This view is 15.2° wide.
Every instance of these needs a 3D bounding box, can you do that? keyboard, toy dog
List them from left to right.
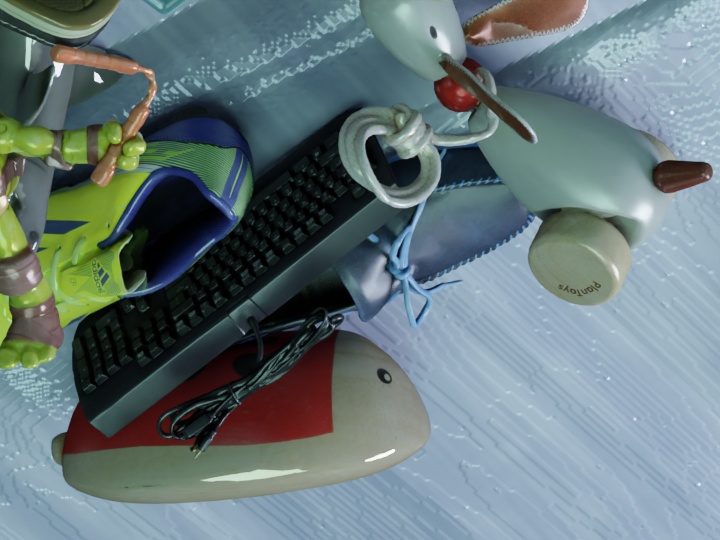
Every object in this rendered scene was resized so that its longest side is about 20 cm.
[{"bbox_3d":[-0.060,0.014,1.326,0.200,0.127,0.021,-39,135,13],"label":"keyboard"},{"bbox_3d":[0.093,-0.074,1.292,0.199,0.133,0.096,28,144,-31],"label":"toy dog"}]

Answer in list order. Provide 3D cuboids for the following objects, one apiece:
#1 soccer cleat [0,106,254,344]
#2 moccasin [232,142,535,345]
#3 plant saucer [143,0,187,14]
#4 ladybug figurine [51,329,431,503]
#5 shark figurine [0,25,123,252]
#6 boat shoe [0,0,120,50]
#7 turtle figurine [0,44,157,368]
[{"bbox_3d":[-0.136,-0.006,1.350,0.200,0.084,0.065,-34,121,22],"label":"soccer cleat"},{"bbox_3d":[0.000,0.000,1.367,0.199,0.068,0.081,-23,124,15],"label":"moccasin"},{"bbox_3d":[-0.133,-0.177,1.127,0.200,0.019,0.070,35,135,-27],"label":"plant saucer"},{"bbox_3d":[-0.064,0.074,1.393,0.198,0.136,0.073,-7,97,2],"label":"ladybug figurine"},{"bbox_3d":[-0.132,-0.112,1.286,0.089,0.128,0.215,5,126,-43],"label":"shark figurine"},{"bbox_3d":[-0.191,-0.159,1.218,0.200,0.072,0.066,35,145,12],"label":"boat shoe"},{"bbox_3d":[-0.191,-0.035,1.225,0.198,0.065,0.162,-6,120,-9],"label":"turtle figurine"}]
